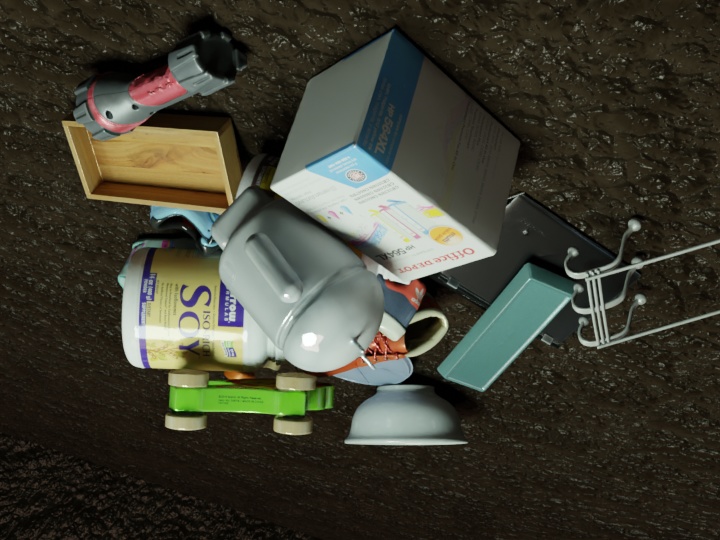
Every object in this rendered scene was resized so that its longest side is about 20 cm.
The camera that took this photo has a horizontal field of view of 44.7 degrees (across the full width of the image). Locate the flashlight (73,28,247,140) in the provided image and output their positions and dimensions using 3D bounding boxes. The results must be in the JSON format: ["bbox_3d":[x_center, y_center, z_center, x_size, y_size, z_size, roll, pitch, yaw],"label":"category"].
[{"bbox_3d":[-0.201,-0.179,0.842,0.198,0.068,0.068,-10,132,44],"label":"flashlight"}]

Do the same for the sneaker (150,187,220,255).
[{"bbox_3d":[-0.157,-0.049,1.036,0.196,0.091,0.079,17,154,-2],"label":"sneaker"}]

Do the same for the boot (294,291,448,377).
[{"bbox_3d":[0.013,0.083,1.072,0.107,0.197,0.076,-138,26,-71],"label":"boot"}]

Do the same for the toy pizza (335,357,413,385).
[{"bbox_3d":[-0.013,0.121,1.340,0.196,0.032,0.201,13,152,7],"label":"toy pizza"}]

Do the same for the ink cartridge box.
[{"bbox_3d":[0.044,-0.089,0.795,0.199,0.127,0.128,34,149,-29],"label":"ink cartridge box"}]

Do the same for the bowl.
[{"bbox_3d":[0.073,0.233,1.403,0.197,0.092,0.201,0,169,0],"label":"bowl"}]

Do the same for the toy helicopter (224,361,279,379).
[{"bbox_3d":[-0.164,0.116,1.353,0.131,0.080,0.199,28,-175,29],"label":"toy helicopter"}]

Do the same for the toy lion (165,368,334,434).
[{"bbox_3d":[-0.129,0.152,1.066,0.196,0.070,0.192,3,178,-6],"label":"toy lion"}]

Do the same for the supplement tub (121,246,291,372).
[{"bbox_3d":[-0.179,0.048,1.064,0.196,0.148,0.146,2,154,-4],"label":"supplement tub"}]

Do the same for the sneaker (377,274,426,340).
[{"bbox_3d":[0.000,0.000,1.055,0.199,0.085,0.075,36,175,33],"label":"sneaker"}]

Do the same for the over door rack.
[{"bbox_3d":[0.315,0.011,0.895,0.196,0.068,0.148,-7,144,16],"label":"over door rack"}]

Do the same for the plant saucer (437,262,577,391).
[{"bbox_3d":[0.163,0.072,0.992,0.069,0.019,0.201,21,132,-15],"label":"plant saucer"}]

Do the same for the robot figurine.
[{"bbox_3d":[-0.055,0.012,0.822,0.200,0.113,0.169,47,-173,20],"label":"robot figurine"}]

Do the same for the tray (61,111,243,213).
[{"bbox_3d":[-0.225,-0.122,0.964,0.196,0.037,0.100,8,128,21],"label":"tray"}]

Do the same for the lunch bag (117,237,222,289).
[{"bbox_3d":[-0.231,0.023,1.236,0.197,0.078,0.161,2,151,28],"label":"lunch bag"}]

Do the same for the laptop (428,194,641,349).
[{"bbox_3d":[0.175,-0.005,1.008,0.186,0.117,0.200,30,180,-23],"label":"laptop"}]

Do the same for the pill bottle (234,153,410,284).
[{"bbox_3d":[-0.032,-0.049,0.937,0.196,0.111,0.110,15,154,4],"label":"pill bottle"}]
